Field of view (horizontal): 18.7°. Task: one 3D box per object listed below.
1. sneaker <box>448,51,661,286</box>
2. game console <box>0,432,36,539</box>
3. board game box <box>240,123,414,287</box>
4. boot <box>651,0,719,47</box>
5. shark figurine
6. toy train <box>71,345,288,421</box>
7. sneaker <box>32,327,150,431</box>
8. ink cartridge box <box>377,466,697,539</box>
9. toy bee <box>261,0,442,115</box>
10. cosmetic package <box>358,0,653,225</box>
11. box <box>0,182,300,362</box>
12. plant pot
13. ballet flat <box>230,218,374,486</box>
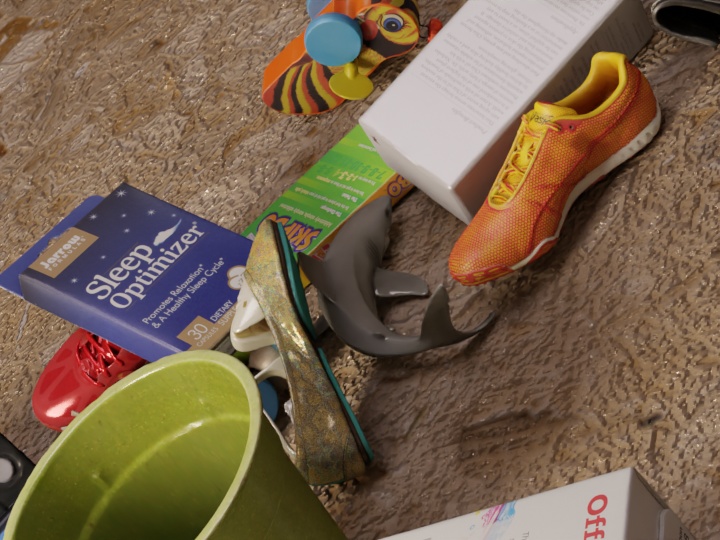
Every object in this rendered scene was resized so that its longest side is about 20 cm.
[{"bbox_3d":[0.122,-0.071,1.512,0.200,0.077,0.073,-49,31,-16],"label":"sneaker"},{"bbox_3d":[-0.319,0.215,1.642,0.200,0.171,0.118,-48,6,-7],"label":"game console"},{"bbox_3d":[-0.012,-0.061,1.702,0.200,0.030,0.096,-41,32,0],"label":"board game box"},{"bbox_3d":[0.203,-0.212,1.514,0.131,0.200,0.068,-89,11,-53],"label":"boot"},{"bbox_3d":[-0.004,0.016,1.552,0.128,0.090,0.214,-43,31,2],"label":"shark figurine"},{"bbox_3d":[-0.129,0.084,1.620,0.116,0.085,0.200,-44,31,-21],"label":"toy train"},{"bbox_3d":[-0.191,0.043,1.675,0.200,0.116,0.078,-43,70,6],"label":"sneaker"},{"bbox_3d":[0.091,0.221,1.160,0.200,0.145,0.145,-20,39,32],"label":"ink cartridge box"},{"bbox_3d":[0.006,-0.189,1.781,0.200,0.109,0.131,-40,31,55],"label":"toy bee"},{"bbox_3d":[0.107,-0.140,1.594,0.200,0.071,0.101,-47,58,-7],"label":"cosmetic package"},{"bbox_3d":[-0.159,0.002,1.595,0.200,0.032,0.121,23,50,28],"label":"box"},{"bbox_3d":[-0.086,0.185,1.351,0.200,0.190,0.200,-27,36,22],"label":"plant pot"},{"bbox_3d":[-0.053,0.057,1.504,0.071,0.071,0.200,-30,67,20],"label":"ballet flat"}]
